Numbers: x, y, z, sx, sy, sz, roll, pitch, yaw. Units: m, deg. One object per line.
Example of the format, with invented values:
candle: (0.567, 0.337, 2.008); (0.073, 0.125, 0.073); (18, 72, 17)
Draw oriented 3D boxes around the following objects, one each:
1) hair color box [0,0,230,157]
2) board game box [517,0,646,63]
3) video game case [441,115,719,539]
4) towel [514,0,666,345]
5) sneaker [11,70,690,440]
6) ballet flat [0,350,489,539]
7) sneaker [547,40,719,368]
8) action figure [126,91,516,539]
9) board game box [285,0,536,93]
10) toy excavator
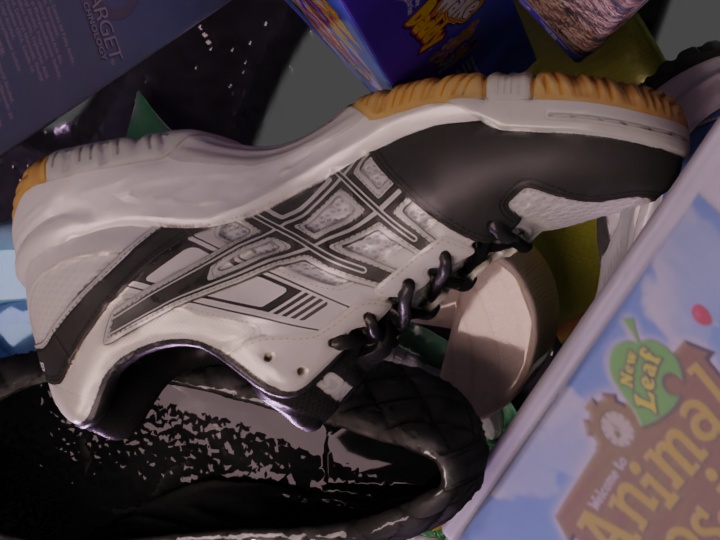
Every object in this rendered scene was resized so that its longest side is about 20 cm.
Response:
hair color box: (-0.131, -0.071, 0.870); (0.098, 0.200, 0.061); (-7, 112, 35)
board game box: (0.044, -0.150, 0.705); (0.097, 0.200, 0.160); (-43, 89, 0)
video game case: (0.127, 0.076, 0.776); (0.182, 0.022, 0.200); (44, 136, 14)
towel: (0.082, -0.022, 0.885); (0.086, 0.018, 0.201); (-27, 99, 35)
sneaker: (0.000, 0.000, 0.794); (0.199, 0.076, 0.088); (-11, 76, 17)
ballet flat: (-0.061, 0.054, 0.831); (0.198, 0.057, 0.067); (-5, 90, 7)
sneaker: (0.102, 0.037, 0.831); (0.077, 0.075, 0.201); (46, 140, 47)
action figure: (-0.020, 0.040, 0.958); (0.199, 0.055, 0.119); (29, 114, 9)
board game box: (-0.021, -0.115, 0.776); (0.045, 0.200, 0.135); (-43, 76, 0)
toy excavator: (-0.063, 0.023, 0.895); (0.194, 0.100, 0.200); (41, 110, 6)
